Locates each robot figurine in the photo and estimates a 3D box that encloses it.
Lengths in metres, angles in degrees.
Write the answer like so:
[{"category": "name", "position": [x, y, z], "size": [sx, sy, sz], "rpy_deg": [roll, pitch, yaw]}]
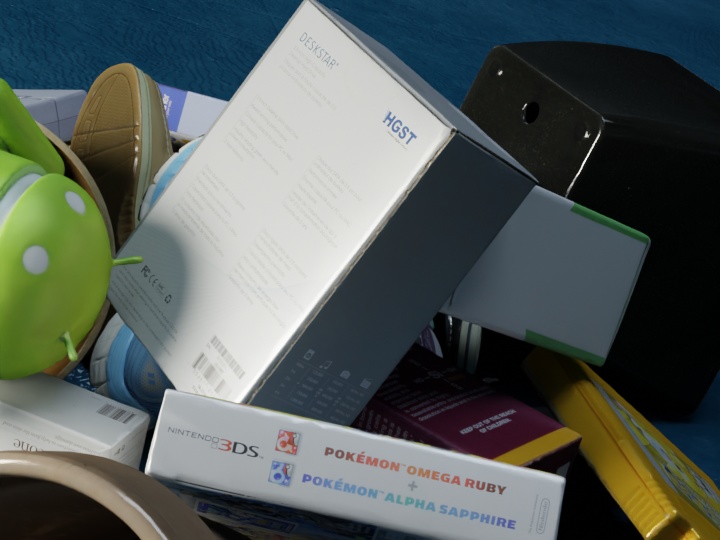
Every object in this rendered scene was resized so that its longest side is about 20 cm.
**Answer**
[{"category": "robot figurine", "position": [-0.221, -0.013, 1.179], "size": [0.200, 0.116, 0.176], "rpy_deg": [20, 53, 11]}]

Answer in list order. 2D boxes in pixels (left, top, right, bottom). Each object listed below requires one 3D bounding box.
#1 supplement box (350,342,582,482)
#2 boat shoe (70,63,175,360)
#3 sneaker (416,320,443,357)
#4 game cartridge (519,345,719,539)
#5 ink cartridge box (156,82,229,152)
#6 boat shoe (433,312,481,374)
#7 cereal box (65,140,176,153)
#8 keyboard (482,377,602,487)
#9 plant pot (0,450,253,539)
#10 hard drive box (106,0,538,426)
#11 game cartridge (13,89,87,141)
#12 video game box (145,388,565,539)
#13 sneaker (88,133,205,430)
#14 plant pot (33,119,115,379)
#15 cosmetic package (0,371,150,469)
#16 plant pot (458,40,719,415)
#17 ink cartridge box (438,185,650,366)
[{"category": "supplement box", "position": [0.011, 0.104, 1.257], "size": [0.200, 0.111, 0.086], "rpy_deg": [29, 28, 30]}, {"category": "boat shoe", "position": [-0.140, -0.030, 1.415], "size": [0.074, 0.201, 0.066], "rpy_deg": [-11, -15, 41]}, {"category": "sneaker", "position": [0.000, 0.000, 1.432], "size": [0.087, 0.074, 0.200], "rpy_deg": [35, 29, -42]}, {"category": "game cartridge", "position": [0.185, 0.139, 1.264], "size": [0.176, 0.032, 0.200], "rpy_deg": [41, 7, -32]}, {"category": "ink cartridge box", "position": [-0.090, -0.098, 1.675], "size": [0.199, 0.042, 0.119], "rpy_deg": [12, -7, 1]}, {"category": "boat shoe", "position": [0.035, 0.020, 1.509], "size": [0.062, 0.075, 0.200], "rpy_deg": [0, 22, -17]}, {"category": "cereal box", "position": [-0.146, -0.057, 1.551], "size": [0.143, 0.040, 0.200], "rpy_deg": [7, 8, -16]}, {"category": "keyboard", "position": [0.101, 0.099, 1.367], "size": [0.127, 0.021, 0.200], "rpy_deg": [34, 12, 26]}, {"category": "plant pot", "position": [-0.107, 0.177, 0.979], "size": [0.200, 0.201, 0.175], "rpy_deg": [26, 7, 25]}, {"category": "hard drive box", "position": [-0.028, -0.019, 1.178], "size": [0.077, 0.200, 0.156], "rpy_deg": [28, 13, -44]}, {"category": "game cartridge", "position": [-0.295, -0.096, 1.560], "size": [0.133, 0.041, 0.200], "rpy_deg": [0, 12, 45]}, {"category": "video game box", "position": [-0.006, 0.110, 1.053], "size": [0.182, 0.047, 0.200], "rpy_deg": [11, -13, -1]}, {"category": "sneaker", "position": [-0.089, 0.005, 1.342], "size": [0.090, 0.200, 0.078], "rpy_deg": [-10, -35, 41]}, {"category": "plant pot", "position": [-0.240, -0.024, 1.349], "size": [0.186, 0.187, 0.200], "rpy_deg": [11, 10, -7]}, {"category": "cosmetic package", "position": [-0.219, 0.087, 1.208], "size": [0.200, 0.083, 0.051], "rpy_deg": [20, 27, 15]}, {"category": "plant pot", "position": [0.155, -0.046, 1.509], "size": [0.177, 0.200, 0.200], "rpy_deg": [16, 18, -38]}, {"category": "ink cartridge box", "position": [0.041, -0.023, 1.282], "size": [0.146, 0.084, 0.200], "rpy_deg": [19, 1, -44]}]
